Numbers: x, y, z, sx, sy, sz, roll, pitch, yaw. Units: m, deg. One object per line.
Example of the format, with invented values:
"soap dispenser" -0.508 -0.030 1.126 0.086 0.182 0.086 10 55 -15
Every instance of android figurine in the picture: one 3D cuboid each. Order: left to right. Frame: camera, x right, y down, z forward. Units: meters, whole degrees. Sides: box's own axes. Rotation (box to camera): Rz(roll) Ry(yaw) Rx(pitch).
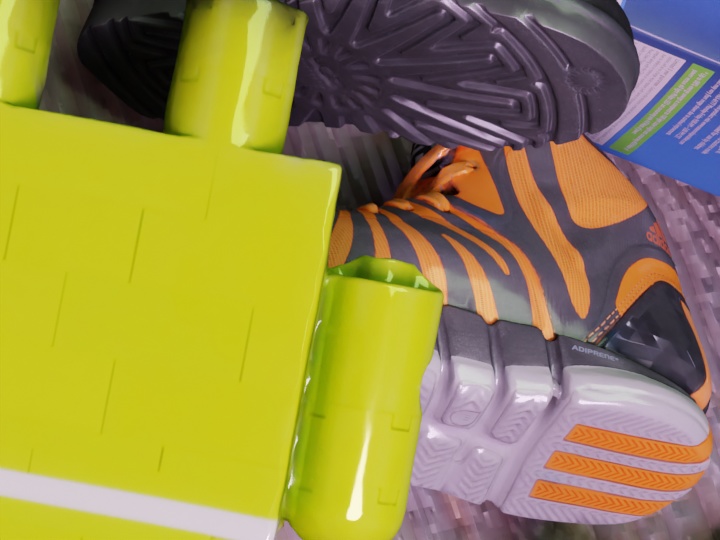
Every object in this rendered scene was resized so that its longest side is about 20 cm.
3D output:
"android figurine" -0.074 0.026 0.707 0.181 0.041 0.201 9 88 -1

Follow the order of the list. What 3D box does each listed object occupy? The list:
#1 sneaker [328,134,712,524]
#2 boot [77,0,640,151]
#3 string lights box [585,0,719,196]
"sneaker" 0.000 0.000 0.804 0.199 0.078 0.112 16 46 -21
"boot" 0.024 -0.134 0.803 0.066 0.164 0.200 58 46 -49
"string lights box" 0.137 -0.054 0.853 0.199 0.103 0.059 21 74 -6
